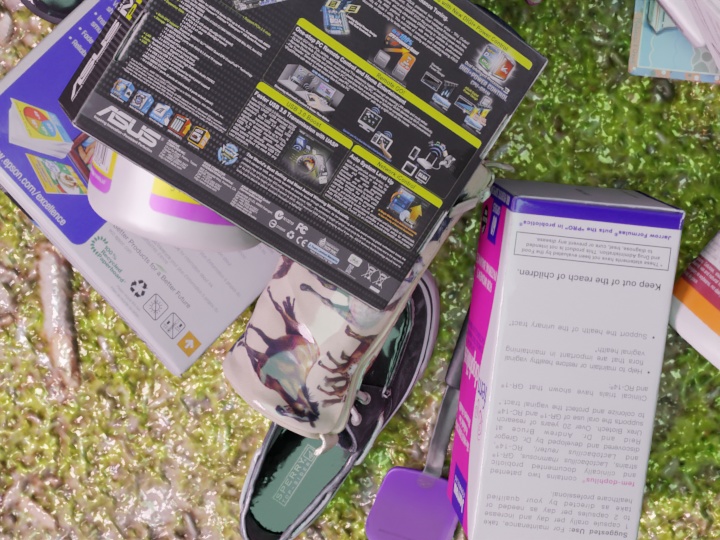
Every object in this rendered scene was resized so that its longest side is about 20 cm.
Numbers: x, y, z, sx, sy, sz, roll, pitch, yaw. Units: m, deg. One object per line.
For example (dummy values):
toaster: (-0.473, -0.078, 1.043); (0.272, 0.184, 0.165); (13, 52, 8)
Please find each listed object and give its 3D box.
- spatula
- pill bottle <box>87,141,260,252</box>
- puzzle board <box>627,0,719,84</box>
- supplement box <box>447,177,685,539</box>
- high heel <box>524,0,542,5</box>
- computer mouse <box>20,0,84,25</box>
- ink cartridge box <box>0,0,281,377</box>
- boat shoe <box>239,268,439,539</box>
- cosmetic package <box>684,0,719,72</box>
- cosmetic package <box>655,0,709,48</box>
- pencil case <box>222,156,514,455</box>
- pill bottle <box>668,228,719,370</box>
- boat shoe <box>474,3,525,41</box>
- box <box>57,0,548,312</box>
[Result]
spatula: (0.055, 0.088, 1.051); (0.056, 0.021, 0.202); (17, 97, -7)
pill bottle: (-0.078, -0.119, 0.910); (0.103, 0.104, 0.202); (16, 105, 6)
puzzle board: (0.241, -0.208, 0.990); (0.149, 0.017, 0.202); (6, 98, 7)
supplement box: (0.116, 0.054, 0.990); (0.102, 0.101, 0.202); (5, 98, -6)
high heel: (0.131, -0.232, 0.918); (0.067, 0.200, 0.097); (6, 63, -31)
computer mouse: (-0.119, -0.215, 1.023); (0.199, 0.053, 0.139); (-26, 108, 5)
ink cartridge box: (-0.104, -0.077, 1.004); (0.200, 0.043, 0.198); (-45, 107, -12)
boat shoe: (-0.017, 0.083, 1.037); (0.071, 0.068, 0.201); (34, 101, 3)
cosmetic package: (0.288, -0.127, 0.829); (0.199, 0.167, 0.167); (-36, 54, 7)
cosmetic package: (0.241, -0.213, 0.930); (0.200, 0.101, 0.071); (-40, 89, 11)
pencil case: (0.000, 0.000, 0.963); (0.089, 0.078, 0.201); (32, 96, 27)
pill bottle: (0.271, -0.019, 0.961); (0.109, 0.110, 0.200); (40, 97, 1)
boat shoe: (0.004, -0.154, 0.965); (0.198, 0.093, 0.075); (24, 85, -14)
box: (-0.026, -0.095, 0.855); (0.199, 0.044, 0.161); (31, 95, -27)
